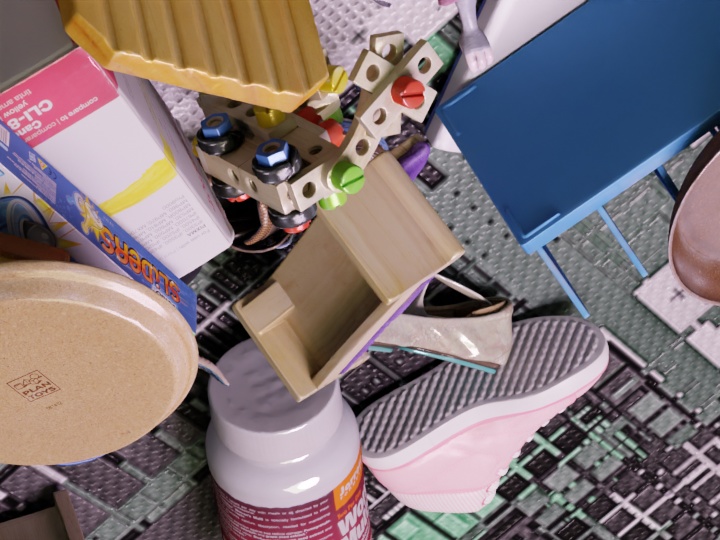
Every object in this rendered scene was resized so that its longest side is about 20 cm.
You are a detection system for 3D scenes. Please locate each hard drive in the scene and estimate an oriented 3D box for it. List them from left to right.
[{"bbox_3d":[0.137,-0.162,1.803,0.131,0.025,0.201,4,127,-30],"label":"hard drive"}]

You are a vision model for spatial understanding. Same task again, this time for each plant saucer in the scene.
[{"bbox_3d":[0.279,-0.058,1.741,0.199,0.032,0.201,-18,140,-16],"label":"plant saucer"}]

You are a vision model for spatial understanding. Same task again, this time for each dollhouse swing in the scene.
[{"bbox_3d":[-0.077,-0.222,1.536,0.199,0.176,0.182,12,123,-33],"label":"dollhouse swing"}]

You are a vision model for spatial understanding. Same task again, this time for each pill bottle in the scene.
[{"bbox_3d":[-0.051,0.144,1.918,0.109,0.110,0.201,-18,138,-11],"label":"pill bottle"}]

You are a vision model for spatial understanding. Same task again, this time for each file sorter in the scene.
[{"bbox_3d":[0.180,-0.088,1.778,0.200,0.139,0.123,-35,140,5],"label":"file sorter"}]

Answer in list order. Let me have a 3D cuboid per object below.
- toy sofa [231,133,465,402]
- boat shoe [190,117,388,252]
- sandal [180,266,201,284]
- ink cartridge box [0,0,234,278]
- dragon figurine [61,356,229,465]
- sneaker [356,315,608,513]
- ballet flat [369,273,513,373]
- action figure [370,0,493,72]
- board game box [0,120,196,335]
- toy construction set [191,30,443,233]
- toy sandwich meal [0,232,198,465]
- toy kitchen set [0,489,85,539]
[{"bbox_3d":[0.000,0.000,1.747,0.097,0.083,0.200,-32,171,-28],"label":"toy sofa"},{"bbox_3d":[-0.067,-0.047,1.770,0.199,0.073,0.073,-10,132,-19],"label":"boat shoe"},{"bbox_3d":[-0.195,0.000,1.770,0.199,0.043,0.076,0,129,-27],"label":"sandal"},{"bbox_3d":[-0.170,-0.095,1.623,0.083,0.145,0.200,-31,135,4],"label":"ink cartridge box"},{"bbox_3d":[-0.196,0.090,1.838,0.199,0.059,0.100,-3,130,-24],"label":"dragon figurine"},{"bbox_3d":[0.098,0.110,1.995,0.199,0.076,0.105,-26,135,4],"label":"sneaker"},{"bbox_3d":[0.025,0.027,1.905,0.199,0.067,0.063,11,96,-38],"label":"ballet flat"},{"bbox_3d":[0.062,-0.222,1.623,0.199,0.134,0.149,-33,147,-14],"label":"action figure"},{"bbox_3d":[-0.207,0.000,1.583,0.135,0.035,0.200,-26,134,24],"label":"board game box"},{"bbox_3d":[-0.030,-0.093,1.650,0.131,0.200,0.092,-35,111,-22],"label":"toy construction set"},{"bbox_3d":[-0.192,0.037,1.552,0.204,0.071,0.206,-3,142,-3],"label":"toy sandwich meal"},{"bbox_3d":[-0.249,0.301,1.916,0.162,0.181,0.201,-17,135,-11],"label":"toy kitchen set"}]
